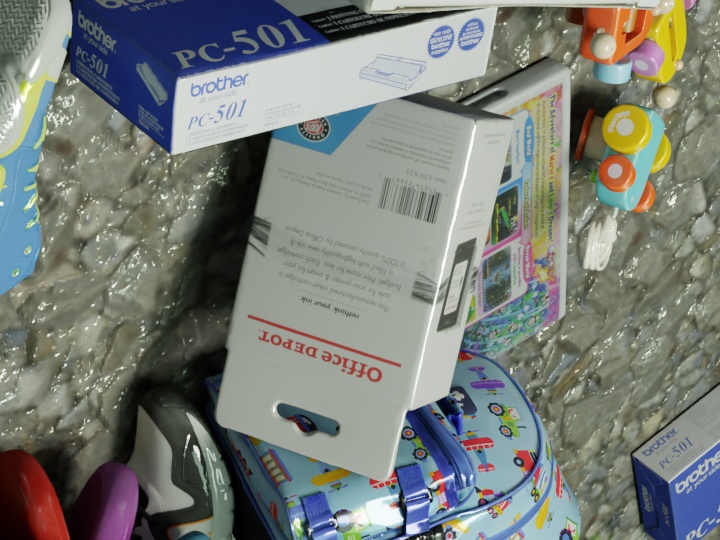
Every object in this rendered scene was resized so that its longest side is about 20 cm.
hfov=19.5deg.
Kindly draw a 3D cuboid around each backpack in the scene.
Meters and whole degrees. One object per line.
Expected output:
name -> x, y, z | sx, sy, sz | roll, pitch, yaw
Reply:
backpack -> 0.025, 0.117, 1.218 | 0.199, 0.183, 0.135 | -15, 130, -14

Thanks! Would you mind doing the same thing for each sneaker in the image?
sneaker -> -0.185, -0.050, 1.007 | 0.200, 0.076, 0.105 | -53, 154, 12
sneaker -> -0.120, 0.159, 1.222 | 0.079, 0.074, 0.201 | -13, 123, -24

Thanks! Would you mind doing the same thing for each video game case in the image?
video game case -> 0.057, -0.013, 1.304 | 0.181, 0.024, 0.201 | -28, 135, -28

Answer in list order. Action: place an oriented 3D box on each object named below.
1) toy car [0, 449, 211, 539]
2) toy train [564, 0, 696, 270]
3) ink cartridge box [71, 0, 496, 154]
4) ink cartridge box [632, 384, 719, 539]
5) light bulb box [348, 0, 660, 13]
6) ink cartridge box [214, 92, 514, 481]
toy car -> -0.161, 0.174, 1.133 | 0.199, 0.175, 0.151 | 13, 67, -19
toy train -> 0.150, -0.109, 1.274 | 0.150, 0.055, 0.201 | -42, 145, -48
ink cartridge box -> -0.037, -0.118, 1.060 | 0.199, 0.094, 0.044 | -18, 131, -36
ink cartridge box -> 0.301, 0.127, 1.636 | 0.199, 0.044, 0.094 | -35, 137, -20
light bulb box -> 0.029, -0.215, 0.979 | 0.197, 0.200, 0.126 | -7, 123, -41
ink cartridge box -> 0.000, 0.000, 1.144 | 0.067, 0.115, 0.202 | -14, 119, -67
